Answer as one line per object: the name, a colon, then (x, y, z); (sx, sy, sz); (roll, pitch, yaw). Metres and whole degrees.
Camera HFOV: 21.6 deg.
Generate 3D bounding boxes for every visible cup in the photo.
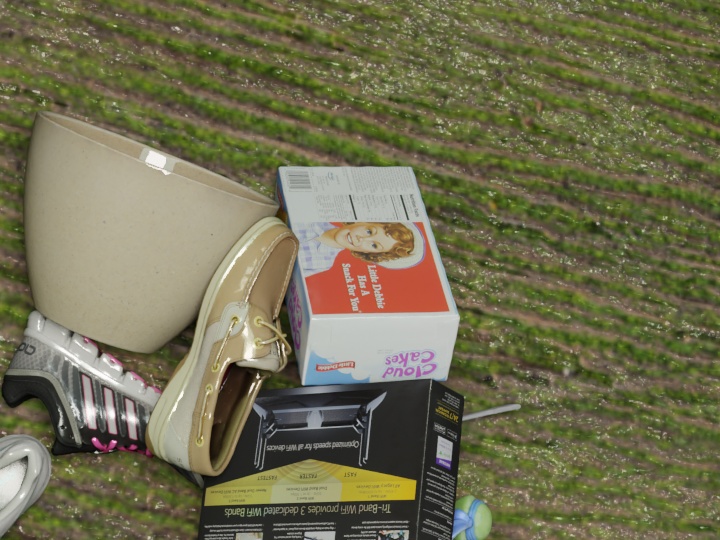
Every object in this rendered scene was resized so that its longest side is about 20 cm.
cup: (-0.180, -0.021, 1.453); (0.199, 0.200, 0.144); (22, 95, -6)

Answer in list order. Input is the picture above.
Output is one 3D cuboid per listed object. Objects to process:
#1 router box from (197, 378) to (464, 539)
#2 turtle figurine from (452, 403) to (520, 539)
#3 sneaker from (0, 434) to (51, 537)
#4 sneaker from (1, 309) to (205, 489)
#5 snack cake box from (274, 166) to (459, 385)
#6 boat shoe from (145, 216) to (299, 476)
router box: (-0.025, 0.167, 1.393); (0.199, 0.052, 0.158); (-6, 68, 33)
turtle figurine: (0.017, 0.193, 1.497); (0.192, 0.200, 0.145); (7, 108, 14)
sneaker: (-0.313, 0.201, 1.431); (0.070, 0.080, 0.201); (40, 77, -3)
sneaker: (-0.197, 0.120, 1.473); (0.199, 0.074, 0.088); (36, 80, -1)
snack cake box: (0.000, 0.000, 1.474); (0.114, 0.068, 0.201); (0, 37, -11)
boat shoe: (-0.087, 0.060, 1.409); (0.066, 0.074, 0.201); (25, 92, 30)
